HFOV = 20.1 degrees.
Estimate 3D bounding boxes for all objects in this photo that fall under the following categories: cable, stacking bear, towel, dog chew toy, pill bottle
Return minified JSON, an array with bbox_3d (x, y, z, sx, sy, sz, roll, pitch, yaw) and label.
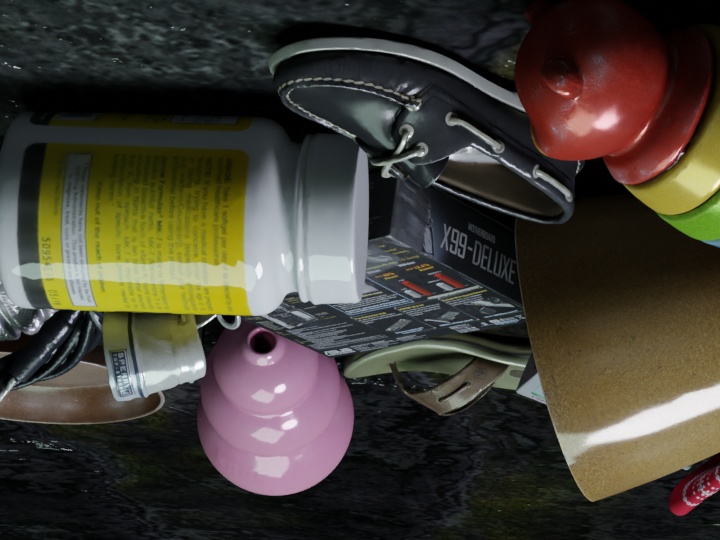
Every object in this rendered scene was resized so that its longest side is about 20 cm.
[{"bbox_3d":[-0.221,0.025,1.282,0.163,0.051,0.200,-9,143,-28],"label":"cable"},{"bbox_3d":[0.164,-0.070,1.002,0.200,0.122,0.114,22,130,-23],"label":"stacking bear"},{"bbox_3d":[0.310,0.101,1.453,0.145,0.022,0.200,-33,170,-36],"label":"towel"},{"bbox_3d":[-0.068,0.094,1.558,0.124,0.125,0.200,2,155,3],"label":"dog chew toy"},{"bbox_3d":[-0.098,-0.032,1.152,0.200,0.115,0.114,2,163,5],"label":"pill bottle"}]

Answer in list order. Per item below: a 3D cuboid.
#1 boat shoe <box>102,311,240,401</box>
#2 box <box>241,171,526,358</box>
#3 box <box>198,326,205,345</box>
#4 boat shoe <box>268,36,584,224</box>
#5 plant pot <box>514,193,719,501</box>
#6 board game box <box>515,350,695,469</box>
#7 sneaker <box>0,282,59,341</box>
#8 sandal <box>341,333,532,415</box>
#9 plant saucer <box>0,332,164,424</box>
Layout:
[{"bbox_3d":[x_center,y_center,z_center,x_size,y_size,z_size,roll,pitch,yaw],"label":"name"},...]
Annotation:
[{"bbox_3d":[-0.107,0.012,1.247,0.086,0.075,0.202,-8,-158,2],"label":"boat shoe"},{"bbox_3d":[0.000,0.000,1.328,0.200,0.050,0.158,-13,152,42],"label":"box"},{"bbox_3d":[-0.257,0.052,1.562,0.200,0.050,0.198,-14,154,40],"label":"box"},{"bbox_3d":[0.038,-0.072,1.086,0.200,0.060,0.074,16,160,-36],"label":"boat shoe"},{"bbox_3d":[0.213,0.025,1.221,0.200,0.187,0.186,-15,158,15],"label":"plant pot"},{"bbox_3d":[0.212,0.067,1.439,0.147,0.064,0.200,25,159,-5],"label":"board game box"},{"bbox_3d":[-0.273,0.004,1.380,0.200,0.112,0.078,-24,123,-4],"label":"sneaker"},{"bbox_3d":[0.085,0.086,1.592,0.201,0.057,0.080,7,162,-3],"label":"sandal"},{"bbox_3d":[-0.243,0.074,1.501,0.200,0.035,0.200,2,161,1],"label":"plant saucer"}]
